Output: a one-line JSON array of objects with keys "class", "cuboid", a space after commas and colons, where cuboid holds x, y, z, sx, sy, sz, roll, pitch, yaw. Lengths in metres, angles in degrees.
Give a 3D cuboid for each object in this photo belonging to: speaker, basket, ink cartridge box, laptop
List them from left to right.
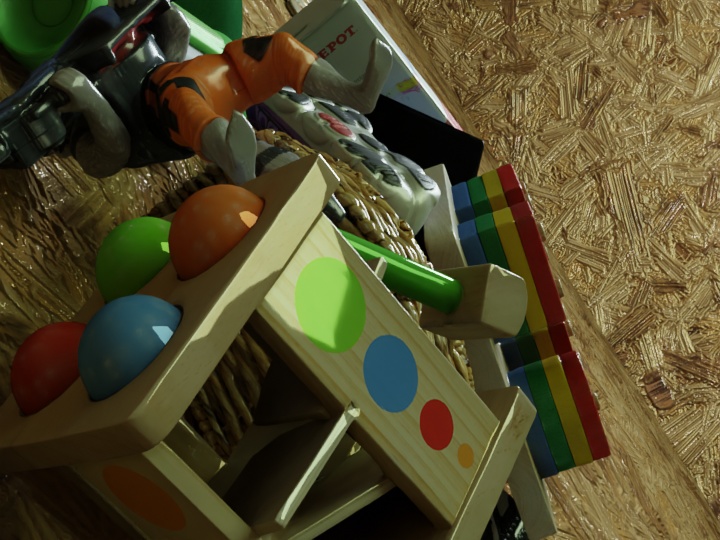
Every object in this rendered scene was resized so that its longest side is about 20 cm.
[{"class": "speaker", "cuboid": [-0.144, -0.140, 0.735, 0.089, 0.088, 0.200, 59, 14, 19]}, {"class": "basket", "cuboid": [-0.014, 0.034, 0.641, 0.202, 0.142, 0.149, 60, 15, 21]}, {"class": "ink cartridge box", "cuboid": [-0.008, -0.158, 1.120, 0.200, 0.145, 0.083, 48, 13, -28]}, {"class": "laptop", "cuboid": [0.073, -0.035, 1.048, 0.200, 0.116, 0.187, 45, -6, -37]}]

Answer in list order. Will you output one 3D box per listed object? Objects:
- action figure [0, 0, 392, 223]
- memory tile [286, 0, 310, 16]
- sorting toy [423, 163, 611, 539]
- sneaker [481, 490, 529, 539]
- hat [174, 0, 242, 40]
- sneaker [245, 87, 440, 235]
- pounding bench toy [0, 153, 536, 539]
[{"class": "action figure", "cuboid": [-0.106, -0.065, 0.561, 0.200, 0.191, 0.106, -50, 134, -35]}, {"class": "memory tile", "cuboid": [-0.076, -0.389, 1.724, 0.155, 0.017, 0.199, 62, 15, 25]}, {"class": "sorting toy", "cuboid": [0.104, 0.036, 0.759, 0.200, 0.069, 0.202, -83, 154, -73]}, {"class": "sneaker", "cuboid": [0.058, 0.164, 0.742, 0.074, 0.079, 0.203, -38, 112, -50]}, {"class": "hat", "cuboid": [-0.102, -0.237, 0.910, 0.200, 0.175, 0.167, 46, 16, -33]}, {"class": "sneaker", "cuboid": [-0.031, -0.061, 0.731, 0.080, 0.084, 0.200, 13, 23, -35]}, {"class": "pounding bench toy", "cuboid": [-0.027, 0.029, 0.453, 0.156, 0.123, 0.201, 49, 52, -21]}]
